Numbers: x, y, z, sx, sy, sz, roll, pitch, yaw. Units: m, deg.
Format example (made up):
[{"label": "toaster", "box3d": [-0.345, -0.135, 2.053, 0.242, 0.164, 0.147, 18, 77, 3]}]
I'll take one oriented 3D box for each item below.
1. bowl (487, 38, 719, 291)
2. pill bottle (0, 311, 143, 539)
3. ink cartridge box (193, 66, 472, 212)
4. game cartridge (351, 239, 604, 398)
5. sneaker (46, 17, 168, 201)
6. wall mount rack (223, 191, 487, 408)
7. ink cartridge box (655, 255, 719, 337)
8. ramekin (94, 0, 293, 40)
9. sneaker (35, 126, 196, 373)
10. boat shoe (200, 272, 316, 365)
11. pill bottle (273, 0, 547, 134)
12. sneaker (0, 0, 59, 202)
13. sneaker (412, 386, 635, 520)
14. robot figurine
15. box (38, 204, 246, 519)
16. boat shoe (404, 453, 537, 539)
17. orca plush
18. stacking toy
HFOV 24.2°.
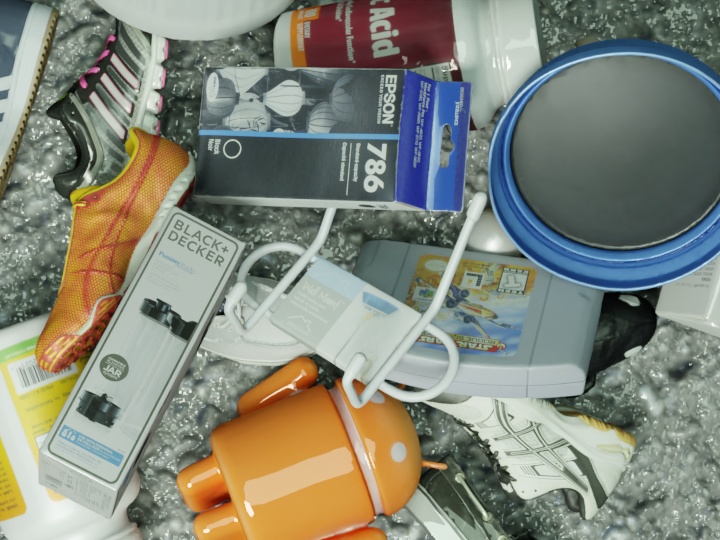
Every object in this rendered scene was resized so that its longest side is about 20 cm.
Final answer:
[{"label": "bowl", "box3d": [0.194, -0.079, 1.243, 0.199, 0.039, 0.202, 4, 123, 6]}, {"label": "pill bottle", "box3d": [-0.234, 0.140, 1.272, 0.110, 0.111, 0.201, -21, 90, -6]}, {"label": "ink cartridge box", "box3d": [-0.021, -0.096, 1.215, 0.198, 0.039, 0.100, 2, 83, 16]}, {"label": "game cartridge", "box3d": [0.081, 0.038, 1.286, 0.198, 0.133, 0.042, 7, 127, 12]}, {"label": "sneaker", "box3d": [-0.199, -0.139, 1.307, 0.087, 0.074, 0.202, 6, 92, -12]}, {"label": "wall mount rack", "box3d": [0.000, 0.000, 1.235, 0.199, 0.075, 0.174, 30, 70, 26]}, {"label": "ink cartridge box", "box3d": [0.337, -0.035, 1.336, 0.144, 0.084, 0.201, 19, 85, -21]}, {"label": "ramekin", "box3d": [-0.127, -0.285, 1.275, 0.199, 0.098, 0.202, 5, 63, -10]}, {"label": "sneaker", "box3d": [-0.193, -0.014, 1.241, 0.077, 0.073, 0.201, 28, 65, -3]}, {"label": "boat shoe", "box3d": [-0.119, 0.025, 1.310, 0.199, 0.069, 0.072, 20, 85, -5]}, {"label": "pill bottle", "box3d": [0.042, -0.159, 1.290, 0.198, 0.114, 0.115, -9, 88, 10]}, {"label": "sneaker", "box3d": [-0.313, -0.125, 1.296, 0.108, 0.070, 0.201, 18, 79, -10]}, {"label": "sneaker", "box3d": [0.122, 0.136, 1.315, 0.199, 0.076, 0.088, 24, 91, -17]}, {"label": "robot figurine", "box3d": [-0.039, 0.150, 1.290, 0.199, 0.144, 0.117, -21, 118, -6]}, {"label": "box", "box3d": [-0.156, 0.066, 1.190, 0.060, 0.117, 0.201, 26, 68, -2]}, {"label": "boat shoe", "box3d": [0.118, 0.234, 1.325, 0.064, 0.071, 0.200, -41, 90, -5]}, {"label": "orca plush", "box3d": [0.145, 0.045, 1.336, 0.198, 0.071, 0.106, 10, 86, -5]}, {"label": "stacking toy", "box3d": [0.161, -0.072, 1.328, 0.200, 0.146, 0.146, -43, 92, 9]}]
